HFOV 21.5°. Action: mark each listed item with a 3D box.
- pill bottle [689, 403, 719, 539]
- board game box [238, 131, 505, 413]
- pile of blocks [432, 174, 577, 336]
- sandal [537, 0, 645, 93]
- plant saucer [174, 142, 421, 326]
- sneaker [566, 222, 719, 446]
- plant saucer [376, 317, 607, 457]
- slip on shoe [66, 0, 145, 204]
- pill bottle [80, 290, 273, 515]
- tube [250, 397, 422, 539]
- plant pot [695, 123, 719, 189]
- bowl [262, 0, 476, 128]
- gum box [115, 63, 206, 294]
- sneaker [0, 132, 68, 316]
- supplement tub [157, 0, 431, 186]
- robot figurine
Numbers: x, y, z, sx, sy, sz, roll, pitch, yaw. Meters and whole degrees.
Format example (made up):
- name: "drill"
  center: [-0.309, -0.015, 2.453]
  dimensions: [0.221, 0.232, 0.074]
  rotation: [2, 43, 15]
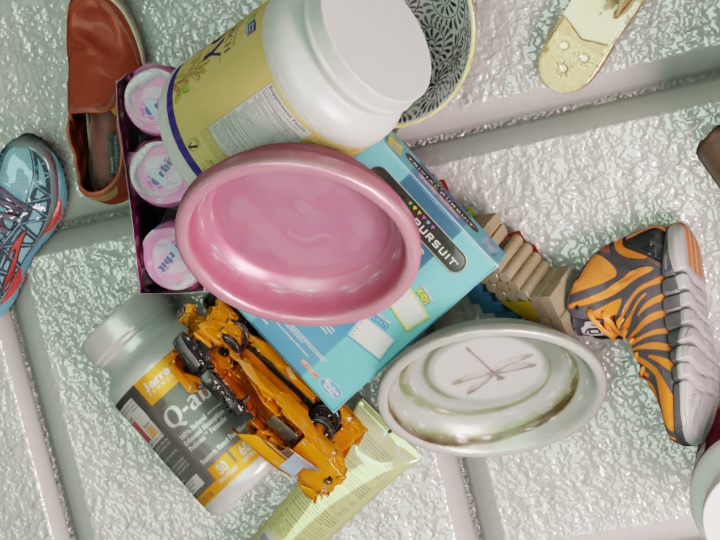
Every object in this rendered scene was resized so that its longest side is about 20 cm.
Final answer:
- name: "pill bottle"
  center: [0.329, 0.174, 1.554]
  dimensions: [0.113, 0.200, 0.113]
  rotation: [3, 102, 12]
- name: "board game box"
  center: [0.000, 0.000, 1.619]
  dimensions: [0.200, 0.047, 0.151]
  rotation: [-42, 92, 19]
- name: "pile of blocks"
  center: [0.111, -0.013, 1.663]
  dimensions: [0.200, 0.062, 0.082]
  rotation: [38, 139, 3]
- name: "sandal"
  center: [0.207, -0.243, 1.584]
  dimensions: [0.077, 0.070, 0.212]
  rotation: [27, 105, 9]
- name: "plant saucer"
  center: [-0.049, -0.035, 1.530]
  dimensions: [0.200, 0.051, 0.201]
  rotation: [5, 140, 4]
- name: "sneaker"
  center: [0.238, 0.062, 1.606]
  dimensions: [0.112, 0.078, 0.201]
  rotation: [-14, 58, 25]
- name: "plant saucer"
  center: [0.112, 0.091, 1.641]
  dimensions: [0.200, 0.200, 0.050]
  rotation: [-17, 51, 17]
- name: "slip on shoe"
  center: [-0.235, -0.158, 1.717]
  dimensions: [0.074, 0.061, 0.201]
  rotation: [0, 98, 18]
- name: "pill bottle"
  center: [-0.155, 0.115, 1.722]
  dimensions: [0.116, 0.116, 0.200]
  rotation: [-43, 87, 18]
- name: "tube"
  center: [-0.034, 0.215, 1.746]
  dimensions: [0.058, 0.052, 0.200]
  rotation: [31, 107, -35]
- name: "plant pot"
  center: [0.387, -0.067, 1.512]
  dimensions: [0.200, 0.200, 0.198]
  rotation: [-39, 81, 18]
- name: "bowl"
  center: [0.025, -0.231, 1.611]
  dimensions: [0.200, 0.094, 0.201]
  rotation: [14, 121, 25]
- name: "gum box"
  center: [-0.159, -0.087, 1.689]
  dimensions: [0.066, 0.113, 0.201]
  rotation: [-3, 99, 16]
- name: "sneaker"
  center: [-0.337, -0.030, 1.756]
  dimensions: [0.079, 0.096, 0.201]
  rotation: [26, 105, 9]
- name: "supplement tub"
  center: [-0.055, -0.147, 1.551]
  dimensions: [0.200, 0.145, 0.146]
  rotation: [-31, 91, 37]
- name: "robot figurine"
  center: [-0.087, 0.105, 1.640]
  dimensions: [0.200, 0.145, 0.058]
  rotation: [42, 114, -5]
